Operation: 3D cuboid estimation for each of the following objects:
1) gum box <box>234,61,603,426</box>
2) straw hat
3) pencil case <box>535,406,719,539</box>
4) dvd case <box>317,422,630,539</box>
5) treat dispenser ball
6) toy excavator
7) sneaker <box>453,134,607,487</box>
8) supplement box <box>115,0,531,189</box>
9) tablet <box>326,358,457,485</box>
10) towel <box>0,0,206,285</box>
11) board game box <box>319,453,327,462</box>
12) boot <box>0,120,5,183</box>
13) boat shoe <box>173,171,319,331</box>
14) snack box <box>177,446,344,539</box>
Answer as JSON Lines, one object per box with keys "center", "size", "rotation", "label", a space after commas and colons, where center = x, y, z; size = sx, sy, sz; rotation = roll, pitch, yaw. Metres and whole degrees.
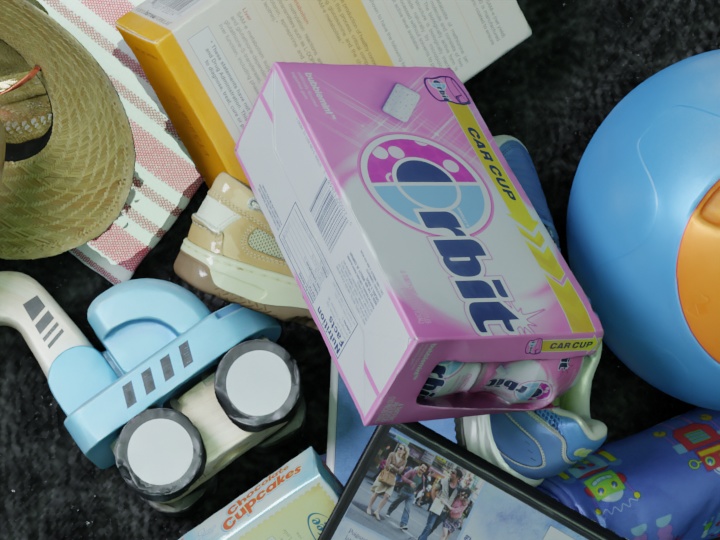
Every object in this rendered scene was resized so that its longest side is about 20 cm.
{"center": [0.028, -0.014, 0.901], "size": [0.113, 0.066, 0.201], "rotation": [-2, 49, -32], "label": "gum box"}
{"center": [-0.203, -0.109, 0.969], "size": [0.200, 0.202, 0.085], "rotation": [22, 43, -5], "label": "straw hat"}
{"center": [0.184, 0.125, 1.018], "size": [0.199, 0.087, 0.078], "rotation": [-17, 49, -26], "label": "pencil case"}
{"center": [0.030, 0.190, 0.925], "size": [0.142, 0.018, 0.201], "rotation": [29, 104, 5], "label": "dvd case"}
{"center": [0.214, -0.022, 0.988], "size": [0.199, 0.201, 0.203], "rotation": [0, 87, -7], "label": "treat dispenser ball"}
{"center": [-0.151, 0.048, 1.004], "size": [0.194, 0.100, 0.201], "rotation": [-34, 77, -7], "label": "toy excavator"}
{"center": [0.095, 0.019, 0.971], "size": [0.075, 0.077, 0.202], "rotation": [12, 66, -42], "label": "sneaker"}
{"center": [-0.019, -0.136, 1.002], "size": [0.199, 0.073, 0.127], "rotation": [-35, 117, -13], "label": "supplement box"}
{"center": [0.044, 0.093, 1.033], "size": [0.129, 0.014, 0.202], "rotation": [5, 72, -9], "label": "tablet"}
{"center": [-0.136, -0.109, 1.039], "size": [0.146, 0.030, 0.200], "rotation": [38, 84, -5], "label": "towel"}
{"center": [0.004, 0.203, 1.029], "size": [0.157, 0.039, 0.201], "rotation": [29, 83, -5], "label": "board game box"}
{"center": [-0.284, -0.026, 0.956], "size": [0.144, 0.071, 0.202], "rotation": [33, 105, 19], "label": "boot"}
{"center": [0.000, 0.000, 0.976], "size": [0.199, 0.072, 0.077], "rotation": [19, 94, -31], "label": "boat shoe"}
{"center": [-0.015, 0.206, 0.979], "size": [0.116, 0.037, 0.200], "rotation": [-35, 111, 5], "label": "snack box"}
